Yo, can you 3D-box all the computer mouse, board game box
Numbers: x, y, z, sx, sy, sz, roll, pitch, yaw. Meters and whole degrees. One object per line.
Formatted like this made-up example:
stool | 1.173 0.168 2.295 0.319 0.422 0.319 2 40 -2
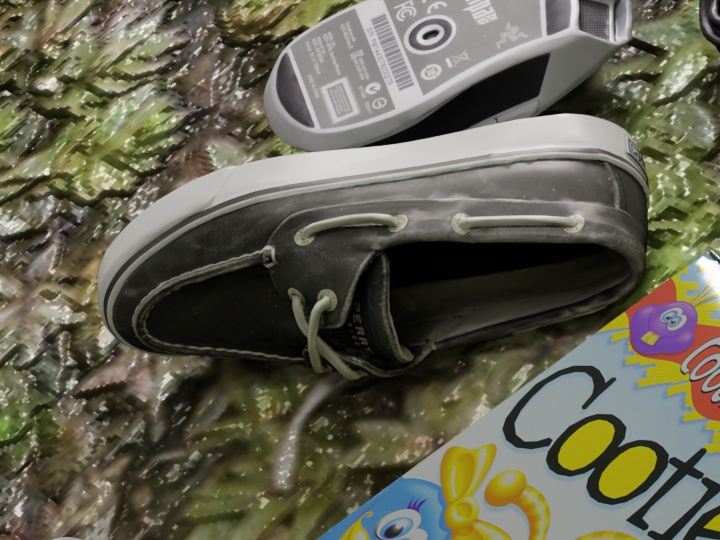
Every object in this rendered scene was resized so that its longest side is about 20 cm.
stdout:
computer mouse | 0.062 -0.086 0.995 0.200 0.044 0.110 -22 45 3
board game box | 0.059 0.108 0.748 0.200 0.105 0.103 -36 39 -5

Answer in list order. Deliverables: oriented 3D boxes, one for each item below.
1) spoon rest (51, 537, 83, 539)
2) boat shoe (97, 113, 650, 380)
spoon rest | -0.097 0.157 0.832 0.099 0.061 0.200 -23 40 11
boat shoe | 0.000 0.000 0.922 0.199 0.071 0.064 -15 42 17
